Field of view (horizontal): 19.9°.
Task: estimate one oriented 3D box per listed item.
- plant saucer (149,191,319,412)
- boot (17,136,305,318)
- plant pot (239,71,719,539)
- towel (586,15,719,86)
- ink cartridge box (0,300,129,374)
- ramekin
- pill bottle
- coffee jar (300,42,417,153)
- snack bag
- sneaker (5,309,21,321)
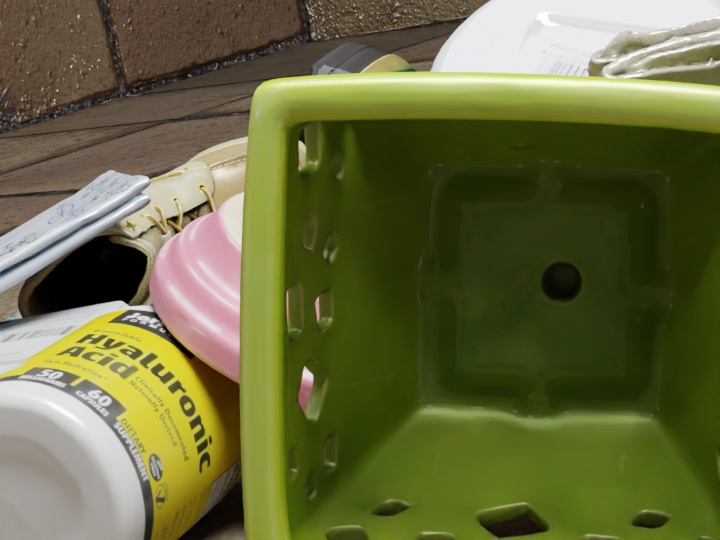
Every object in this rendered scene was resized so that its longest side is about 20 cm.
[{"bbox_3d":[-0.003,0.012,1.016,0.199,0.051,0.201,16,21,-6],"label":"plant saucer"},{"bbox_3d":[-0.120,-0.023,1.302,0.199,0.073,0.155,-20,10,1],"label":"boot"},{"bbox_3d":[0.069,0.018,0.824,0.198,0.201,0.181,3,8,11],"label":"plant pot"},{"bbox_3d":[0.178,-0.041,0.991,0.131,0.201,0.035,-13,41,-4],"label":"towel"},{"bbox_3d":[-0.213,0.089,1.112,0.144,0.084,0.200,-9,11,14],"label":"ink cartridge box"},{"bbox_3d":[0.127,-0.071,1.098,0.199,0.098,0.201,-7,49,8],"label":"ramekin"},{"bbox_3d":[-0.116,0.081,0.979,0.110,0.112,0.200,-8,12,21],"label":"pill bottle"},{"bbox_3d":[0.049,-0.068,1.356,0.199,0.105,0.085,30,41,23],"label":"coffee jar"},{"bbox_3d":[-0.220,-0.006,1.228,0.188,0.022,0.200,-32,11,-12],"label":"snack bag"},{"bbox_3d":[-0.194,0.024,1.418,0.198,0.087,0.078,-13,10,-7],"label":"sneaker"}]
